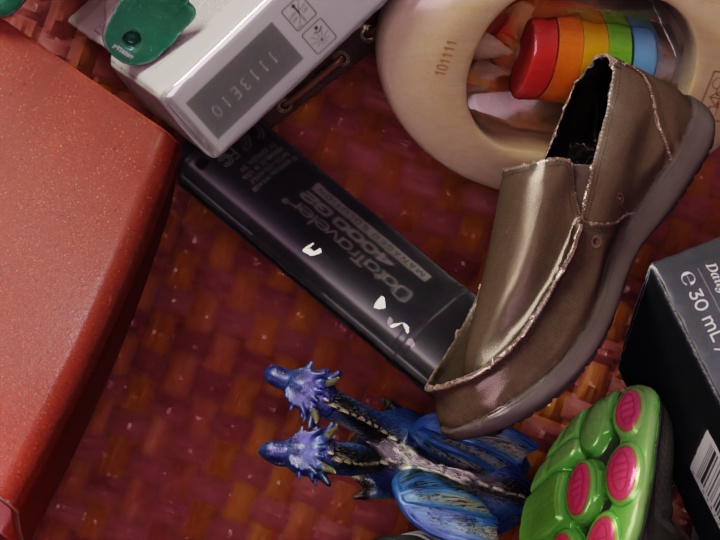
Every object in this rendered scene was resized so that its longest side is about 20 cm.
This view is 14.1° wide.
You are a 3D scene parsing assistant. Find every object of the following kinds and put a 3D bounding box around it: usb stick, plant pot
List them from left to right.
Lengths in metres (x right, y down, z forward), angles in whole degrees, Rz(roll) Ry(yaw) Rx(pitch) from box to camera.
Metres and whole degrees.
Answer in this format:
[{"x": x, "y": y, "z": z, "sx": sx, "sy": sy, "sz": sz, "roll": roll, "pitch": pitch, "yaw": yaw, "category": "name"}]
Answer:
[{"x": -0.185, "y": -0.012, "z": 1.295, "sx": 0.199, "sy": 0.200, "sz": 0.177, "roll": 33, "pitch": 78, "yaw": 1, "category": "plant pot"}, {"x": 0.000, "y": 0.000, "z": 1.314, "sx": 0.200, "sy": 0.033, "sz": 0.055, "roll": 40, "pitch": 53, "yaw": 15, "category": "usb stick"}]

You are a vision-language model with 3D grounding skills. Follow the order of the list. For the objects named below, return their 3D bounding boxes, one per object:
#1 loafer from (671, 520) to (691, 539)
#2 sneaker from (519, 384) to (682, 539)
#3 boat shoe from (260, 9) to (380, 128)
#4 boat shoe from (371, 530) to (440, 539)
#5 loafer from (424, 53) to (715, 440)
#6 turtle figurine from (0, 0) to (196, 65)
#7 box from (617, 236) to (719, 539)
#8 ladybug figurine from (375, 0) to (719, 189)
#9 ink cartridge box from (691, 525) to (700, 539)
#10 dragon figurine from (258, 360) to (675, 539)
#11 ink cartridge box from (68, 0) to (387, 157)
[{"x": 0.087, "y": 0.201, "z": 1.324, "sx": 0.076, "sy": 0.067, "sz": 0.200, "roll": 40, "pitch": 72, "yaw": -8, "category": "loafer"}, {"x": 0.122, "y": 0.151, "z": 1.279, "sx": 0.084, "sy": 0.077, "sz": 0.201, "roll": 8, "pitch": 77, "yaw": -43, "category": "sneaker"}, {"x": 0.014, "y": -0.134, "z": 1.358, "sx": 0.200, "sy": 0.072, "sz": 0.072, "roll": -36, "pitch": 120, "yaw": -2, "category": "boat shoe"}, {"x": 0.007, "y": 0.218, "z": 1.328, "sx": 0.070, "sy": 0.066, "sz": 0.201, "roll": 8, "pitch": 88, "yaw": 37, "category": "boat shoe"}, {"x": 0.078, "y": -0.014, "z": 1.256, "sx": 0.071, "sy": 0.073, "sz": 0.200, "roll": 43, "pitch": 60, "yaw": -19, "category": "loafer"}, {"x": -0.117, "y": -0.169, "z": 1.312, "sx": 0.149, "sy": 0.200, "sz": 0.101, "roll": 3, "pitch": 124, "yaw": -1, "category": "turtle figurine"}, {"x": 0.247, "y": 0.069, "z": 1.276, "sx": 0.196, "sy": 0.124, "sz": 0.201, "roll": -21, "pitch": 69, "yaw": -12, "category": "box"}, {"x": 0.093, "y": -0.103, "z": 1.324, "sx": 0.199, "sy": 0.072, "sz": 0.136, "roll": 9, "pitch": 113, "yaw": -27, "category": "ladybug figurine"}, {"x": 0.231, "y": 0.186, "z": 1.356, "sx": 0.159, "sy": 0.047, "sz": 0.201, "roll": 6, "pitch": 93, "yaw": 0, "category": "ink cartridge box"}, {"x": 0.045, "y": 0.093, "z": 1.328, "sx": 0.199, "sy": 0.099, "sz": 0.059, "roll": 19, "pitch": 89, "yaw": 1, "category": "dragon figurine"}, {"x": -0.030, "y": -0.148, "z": 1.309, "sx": 0.200, "sy": 0.174, "sz": 0.044, "roll": -43, "pitch": 113, "yaw": -4, "category": "ink cartridge box"}]
